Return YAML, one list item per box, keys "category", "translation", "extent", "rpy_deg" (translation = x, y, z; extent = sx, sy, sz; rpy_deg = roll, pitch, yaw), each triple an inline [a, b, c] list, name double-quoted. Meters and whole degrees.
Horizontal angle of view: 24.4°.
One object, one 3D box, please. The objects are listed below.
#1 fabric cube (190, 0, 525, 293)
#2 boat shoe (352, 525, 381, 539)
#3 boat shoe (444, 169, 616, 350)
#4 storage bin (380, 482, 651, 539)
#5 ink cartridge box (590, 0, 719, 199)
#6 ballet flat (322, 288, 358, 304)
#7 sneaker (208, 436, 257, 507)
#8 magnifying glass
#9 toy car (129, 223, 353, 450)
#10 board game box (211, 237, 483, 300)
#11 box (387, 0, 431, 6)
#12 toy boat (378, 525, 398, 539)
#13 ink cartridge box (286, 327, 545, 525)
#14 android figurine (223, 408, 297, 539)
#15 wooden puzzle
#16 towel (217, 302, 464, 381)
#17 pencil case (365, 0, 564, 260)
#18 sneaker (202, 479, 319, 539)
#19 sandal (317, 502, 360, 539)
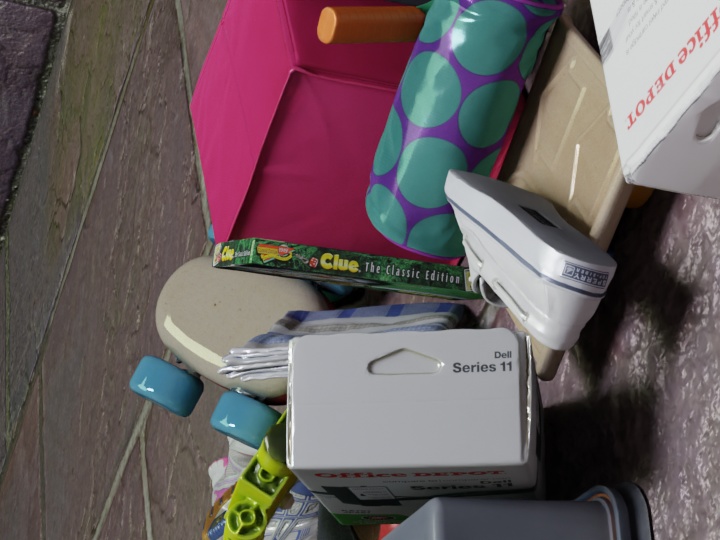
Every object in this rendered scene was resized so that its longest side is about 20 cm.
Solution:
- category: "fabric cube"
  translation: [-0.008, -0.126, 1.314]
  extent: [0.200, 0.196, 0.200]
  rpy_deg: [-103, 30, -47]
- category: "boat shoe"
  translation: [0.022, 0.129, 1.339]
  extent: [0.073, 0.063, 0.200]
  rpy_deg: [-35, 50, 43]
- category: "boat shoe"
  translation: [0.091, -0.010, 1.031]
  extent: [0.200, 0.073, 0.065]
  rpy_deg: [-121, 49, -68]
- category: "storage bin"
  translation: [0.075, 0.218, 1.033]
  extent: [0.200, 0.134, 0.146]
  rpy_deg: [129, 144, -56]
- category: "ink cartridge box"
  translation: [0.199, -0.160, 0.928]
  extent: [0.146, 0.085, 0.200]
  rpy_deg: [125, 150, -50]
- category: "ballet flat"
  translation: [-0.048, 0.009, 1.578]
  extent: [0.200, 0.068, 0.075]
  rpy_deg: [-35, 27, 56]
- category: "sneaker"
  translation: [-0.095, 0.207, 1.594]
  extent: [0.200, 0.081, 0.088]
  rpy_deg: [118, 152, -61]
- category: "magnifying glass"
  translation: [0.055, -0.173, 1.169]
  extent: [0.022, 0.200, 0.080]
  rpy_deg: [41, 126, 38]
- category: "toy car"
  translation: [-0.071, 0.073, 1.491]
  extent: [0.177, 0.200, 0.185]
  rpy_deg: [20, 78, 31]
- category: "board game box"
  translation: [0.000, 0.000, 1.232]
  extent: [0.105, 0.200, 0.024]
  rpy_deg: [169, 107, -68]
- category: "box"
  translation: [0.039, -0.272, 1.239]
  extent: [0.122, 0.200, 0.106]
  rpy_deg: [-101, 29, -45]
- category: "toy boat"
  translation: [0.026, 0.146, 1.200]
  extent: [0.131, 0.131, 0.200]
  rpy_deg: [143, 133, -63]
- category: "ink cartridge box"
  translation: [0.040, 0.103, 1.045]
  extent: [0.200, 0.146, 0.083]
  rpy_deg: [63, -154, -70]
- category: "android figurine"
  translation: [-0.052, 0.138, 1.271]
  extent: [0.182, 0.041, 0.200]
  rpy_deg: [-55, -6, -27]
- category: "wooden puzzle"
  translation: [0.140, -0.050, 1.106]
  extent: [0.200, 0.046, 0.185]
  rpy_deg: [-107, 32, -59]
- category: "towel"
  translation: [-0.007, 0.047, 1.210]
  extent: [0.200, 0.147, 0.024]
  rpy_deg: [-33, -63, -76]
- category: "pencil case"
  translation: [0.070, -0.113, 1.149]
  extent: [0.085, 0.092, 0.200]
  rpy_deg: [44, 124, 43]
- category: "sneaker"
  translation: [-0.050, 0.200, 1.488]
  extent: [0.200, 0.088, 0.075]
  rpy_deg: [-41, 17, 29]
- category: "sandal"
  translation: [0.014, 0.244, 1.337]
  extent: [0.200, 0.043, 0.076]
  rpy_deg: [46, 132, 54]
